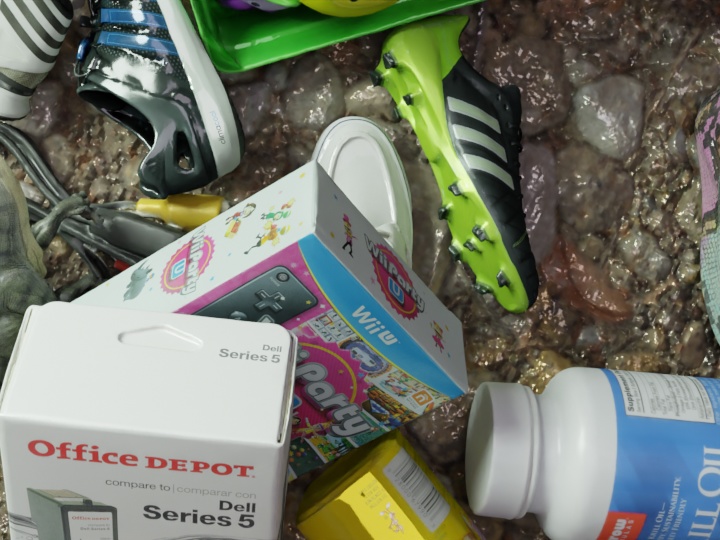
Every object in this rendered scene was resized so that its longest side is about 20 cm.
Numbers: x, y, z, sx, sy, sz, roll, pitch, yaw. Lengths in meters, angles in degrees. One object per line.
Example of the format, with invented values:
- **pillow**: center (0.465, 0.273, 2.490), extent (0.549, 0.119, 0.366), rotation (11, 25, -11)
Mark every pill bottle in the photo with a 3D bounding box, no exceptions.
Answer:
- **pill bottle**: center (0.170, 0.120, 0.854), extent (0.198, 0.112, 0.113), rotation (5, 86, -7)

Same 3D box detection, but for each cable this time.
- **cable**: center (-0.167, -0.026, 0.866), extent (0.199, 0.050, 0.098), rotation (22, 101, 7)

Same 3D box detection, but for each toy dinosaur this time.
- **toy dinosaur**: center (-0.191, 0.000, 0.805), extent (0.088, 0.047, 0.201), rotation (-19, 131, -36)

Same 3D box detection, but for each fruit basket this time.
- **fruit basket**: center (-0.007, -0.193, 0.793), extent (0.214, 0.156, 0.217), rotation (-7, 46, 7)

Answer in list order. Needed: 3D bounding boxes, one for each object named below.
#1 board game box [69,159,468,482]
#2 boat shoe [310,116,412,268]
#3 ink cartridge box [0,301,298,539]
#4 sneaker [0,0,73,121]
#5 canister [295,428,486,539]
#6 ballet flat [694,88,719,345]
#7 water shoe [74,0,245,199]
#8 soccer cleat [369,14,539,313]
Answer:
- **board game box**: center (-0.061, 0.048, 0.778), extent (0.199, 0.065, 0.148), rotation (-29, 124, 22)
- **boat shoe**: center (0.000, 0.000, 0.861), extent (0.071, 0.066, 0.202), rotation (4, 86, -7)
- **ink cartridge box**: center (-0.113, 0.123, 0.746), extent (0.144, 0.201, 0.084), rotation (5, 41, -1)
- **sneaker**: center (-0.262, -0.190, 0.819), extent (0.200, 0.076, 0.116), rotation (33, 106, -13)
- **canister**: center (0.052, 0.196, 0.815), extent (0.086, 0.149, 0.200), rotation (-39, 89, 0)
- **ballet flat**: center (0.261, -0.027, 0.896), extent (0.068, 0.071, 0.202), rotation (-4, 87, -9)
- **water shoe**: center (-0.145, -0.140, 0.836), extent (0.079, 0.072, 0.201), rotation (-27, 79, -14)
- **soccer cleat**: center (0.079, -0.072, 0.881), extent (0.081, 0.067, 0.201), rotation (-24, 89, -21)
